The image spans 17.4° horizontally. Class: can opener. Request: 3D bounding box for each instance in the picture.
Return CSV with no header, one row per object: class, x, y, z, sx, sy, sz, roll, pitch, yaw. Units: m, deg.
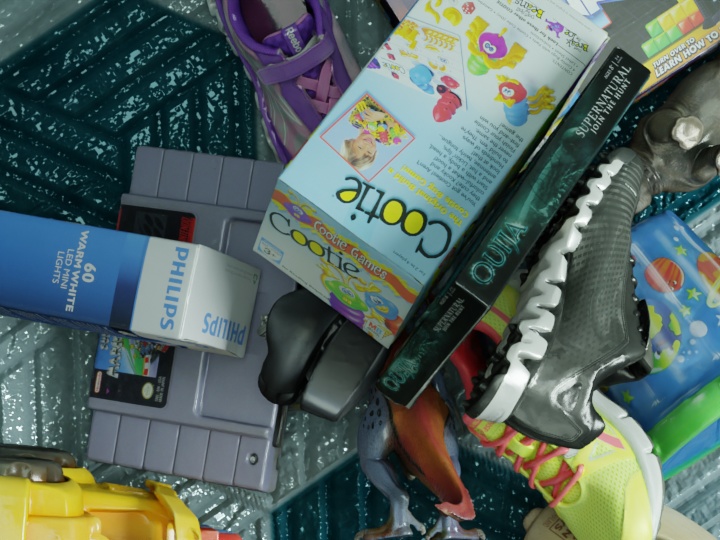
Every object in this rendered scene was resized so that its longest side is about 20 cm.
can opener,0.000,0.000,1.423,0.078,0.063,0.201,30,65,-1

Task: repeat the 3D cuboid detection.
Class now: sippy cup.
sippy cup,0.188,0.042,1.438,0.177,0.140,0.131,-32,75,-14

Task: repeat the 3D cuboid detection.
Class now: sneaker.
sneaker,0.135,0.021,1.365,0.090,0.067,0.201,30,61,-5
sneaker,0.103,0.094,1.392,0.090,0.078,0.201,-9,57,-39
sneaker,-0.033,-0.122,1.466,0.080,0.088,0.201,-30,89,-5

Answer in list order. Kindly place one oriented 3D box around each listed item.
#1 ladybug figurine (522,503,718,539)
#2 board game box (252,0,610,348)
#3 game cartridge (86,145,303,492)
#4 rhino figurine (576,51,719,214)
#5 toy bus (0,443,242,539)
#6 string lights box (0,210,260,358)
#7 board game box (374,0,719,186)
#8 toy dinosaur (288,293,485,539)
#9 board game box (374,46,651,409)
ladybug figurine,0.175,0.219,1.437,0.200,0.072,0.136,45,64,10
board game box,0.040,-0.074,1.369,0.105,0.103,0.200,36,65,4
game cartridge,-0.099,0.028,1.462,0.128,0.038,0.202,8,86,16
rhino figurine,0.201,-0.079,1.459,0.200,0.087,0.060,-40,102,-8
toy bus,-0.147,0.179,1.393,0.190,0.200,0.137,6,87,-7
string lights box,-0.172,0.005,1.419,0.198,0.103,0.060,9,85,19
board game box,0.126,-0.173,1.487,0.199,0.057,0.166,-34,87,-3
toy dinosaur,0.038,0.072,1.424,0.104,0.200,0.183,3,76,-27
board game box,0.086,-0.023,1.342,0.028,0.135,0.200,36,56,1
